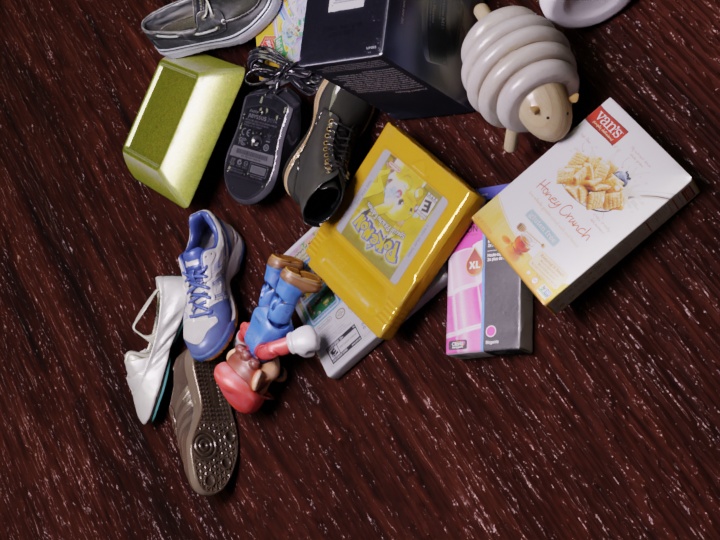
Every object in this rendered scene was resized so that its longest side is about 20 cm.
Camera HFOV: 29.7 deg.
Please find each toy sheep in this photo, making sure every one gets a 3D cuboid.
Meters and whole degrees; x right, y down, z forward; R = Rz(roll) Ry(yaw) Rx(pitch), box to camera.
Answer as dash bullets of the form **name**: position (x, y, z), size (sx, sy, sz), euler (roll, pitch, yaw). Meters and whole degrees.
- **toy sheep**: position (0.170, -0.219, 1.485), size (0.138, 0.138, 0.200), euler (-44, 58, 20)

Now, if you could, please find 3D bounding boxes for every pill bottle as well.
- **pill bottle**: position (0.226, -0.378, 1.501), size (0.112, 0.112, 0.200), euler (-31, 61, 27)

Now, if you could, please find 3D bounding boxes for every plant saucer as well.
- **plant saucer**: position (-0.251, -0.203, 1.829), size (0.200, 0.048, 0.200), euler (29, 96, 56)

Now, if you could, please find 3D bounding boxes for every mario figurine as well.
- **mario figurine**: position (-0.102, 0.085, 1.652), size (0.106, 0.123, 0.200), euler (25, 104, 1)

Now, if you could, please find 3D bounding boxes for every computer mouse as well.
- **computer mouse**: position (-0.109, -0.177, 1.739), size (0.138, 0.053, 0.200), euler (24, 96, 31)

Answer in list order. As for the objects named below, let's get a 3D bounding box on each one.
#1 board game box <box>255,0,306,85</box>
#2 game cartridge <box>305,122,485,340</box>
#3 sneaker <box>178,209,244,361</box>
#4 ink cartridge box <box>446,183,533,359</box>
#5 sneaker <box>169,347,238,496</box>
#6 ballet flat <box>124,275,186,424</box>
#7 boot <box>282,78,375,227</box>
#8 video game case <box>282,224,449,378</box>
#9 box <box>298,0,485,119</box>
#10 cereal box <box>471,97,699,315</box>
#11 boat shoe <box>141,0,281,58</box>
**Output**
- **board game box**: position (-0.080, -0.356, 1.783), size (0.134, 0.034, 0.200), euler (-20, 66, 32)
- **game cartridge**: position (0.033, -0.048, 1.575), size (0.200, 0.032, 0.176), euler (-56, 48, 12)
- **sneaker**: position (-0.202, 0.017, 1.707), size (0.075, 0.088, 0.200), euler (-15, 53, 22)
- **ink cartridge box**: position (0.145, -0.003, 1.511), size (0.095, 0.037, 0.200), euler (-8, 71, 36)
- **sneaker**: position (-0.203, 0.193, 1.716), size (0.076, 0.070, 0.200), euler (-32, 53, 46)
- **ballet flat**: position (-0.274, 0.099, 1.781), size (0.069, 0.069, 0.200), euler (15, 85, 39)
- **boot**: position (-0.022, -0.153, 1.621), size (0.138, 0.077, 0.200), euler (-114, 44, -65)
- **video game case**: position (0.000, 0.000, 1.629), size (0.200, 0.024, 0.182), euler (-42, 56, 22)
- **box**: position (0.045, -0.301, 1.564), size (0.123, 0.198, 0.200), euler (-1, 77, 35)
- **cereal box**: position (0.235, -0.069, 1.431), size (0.200, 0.040, 0.144), euler (-42, 55, 7)
- **boat shoe**: position (-0.201, -0.334, 1.795), size (0.200, 0.071, 0.072), euler (-18, 64, 24)
